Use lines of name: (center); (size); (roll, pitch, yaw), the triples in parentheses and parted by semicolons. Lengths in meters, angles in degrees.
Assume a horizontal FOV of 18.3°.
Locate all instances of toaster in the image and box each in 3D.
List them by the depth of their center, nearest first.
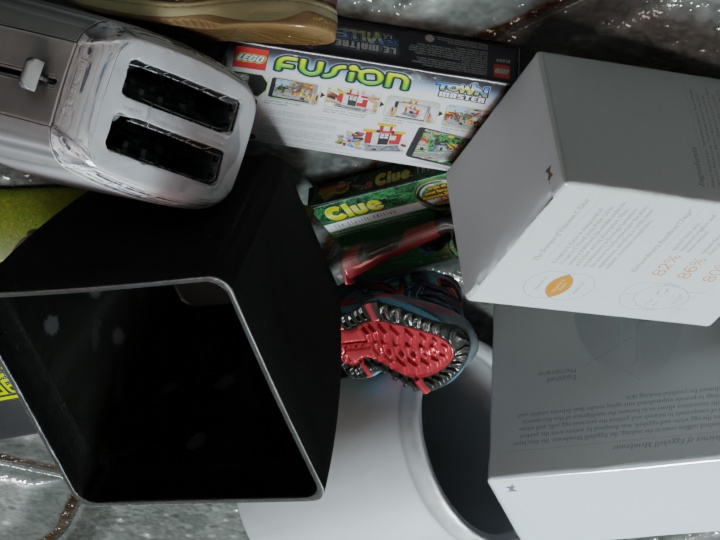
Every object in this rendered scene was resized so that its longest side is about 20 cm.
toaster: (-0.160, -0.104, 1.470); (0.200, 0.114, 0.129); (21, 177, -44)

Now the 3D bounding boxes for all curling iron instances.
curling iron: (0.000, 0.000, 1.674); (0.199, 0.026, 0.050); (-21, 142, 22)

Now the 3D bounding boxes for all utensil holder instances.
utensil holder: (0.021, 0.158, 1.795); (0.199, 0.171, 0.170); (-19, 140, 36)

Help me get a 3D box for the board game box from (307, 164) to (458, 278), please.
board game box: (0.072, -0.048, 1.655); (0.199, 0.024, 0.105); (-13, 145, 23)

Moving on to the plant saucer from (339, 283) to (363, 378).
plant saucer: (-0.047, 0.069, 1.840); (0.199, 0.028, 0.200); (3, 145, 2)

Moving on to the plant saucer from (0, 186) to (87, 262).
plant saucer: (-0.281, 0.013, 1.765); (0.199, 0.048, 0.200); (-1, 146, 9)

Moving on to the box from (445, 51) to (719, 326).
box: (0.183, -0.052, 1.527); (0.199, 0.107, 0.152); (7, 146, -24)

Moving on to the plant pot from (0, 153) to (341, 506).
plant pot: (-0.119, 0.030, 1.551); (0.199, 0.178, 0.200); (-5, 128, 24)

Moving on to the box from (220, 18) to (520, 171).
box: (0.002, -0.123, 1.540); (0.199, 0.035, 0.110); (9, 146, -6)

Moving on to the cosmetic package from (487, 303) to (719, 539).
cosmetic package: (0.207, 0.088, 1.682); (0.198, 0.201, 0.123); (-7, 145, 17)

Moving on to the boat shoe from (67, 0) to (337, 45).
boat shoe: (-0.099, -0.188, 1.433); (0.199, 0.072, 0.072); (7, 177, 33)

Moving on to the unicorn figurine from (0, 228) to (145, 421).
unicorn figurine: (-0.194, 0.044, 1.663); (0.074, 0.138, 0.200); (1, 140, 31)

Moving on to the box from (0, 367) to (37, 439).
box: (-0.293, 0.073, 1.772); (0.199, 0.044, 0.160); (-10, 142, 20)

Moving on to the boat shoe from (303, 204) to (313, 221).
boat shoe: (-0.101, -0.012, 1.695); (0.066, 0.074, 0.200); (33, 144, -9)

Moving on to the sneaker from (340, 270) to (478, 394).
sneaker: (0.040, 0.030, 1.677); (0.079, 0.095, 0.200); (58, 160, -17)
